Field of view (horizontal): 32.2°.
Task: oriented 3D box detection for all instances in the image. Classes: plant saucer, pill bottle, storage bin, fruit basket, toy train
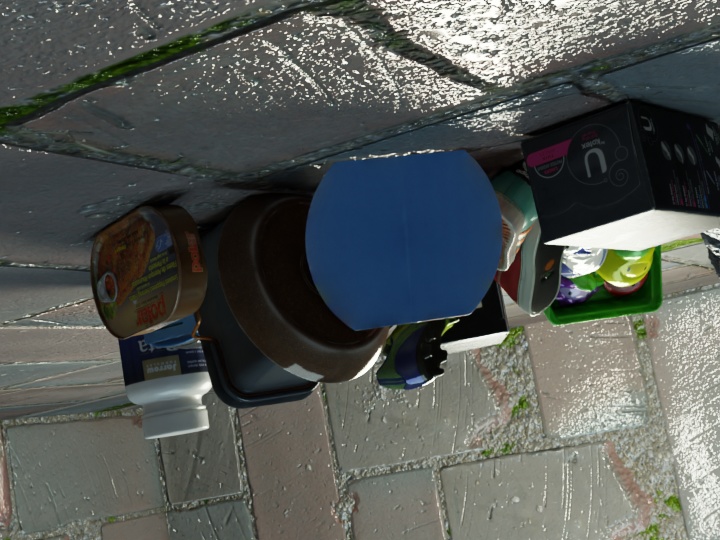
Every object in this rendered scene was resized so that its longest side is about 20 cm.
[{"bbox_3d":[-0.043,0.008,1.180,0.200,0.201,0.034,-2,155,-44],"label":"plant saucer"},{"bbox_3d":[-0.246,0.107,1.571,0.111,0.201,0.111,-10,172,-1],"label":"pill bottle"},{"bbox_3d":[-0.095,0.021,1.261,0.145,0.201,0.134,-5,159,-33],"label":"storage bin"},{"bbox_3d":[0.366,-0.003,1.832,0.215,0.156,0.216,-4,-172,1],"label":"fruit basket"},{"bbox_3d":[-0.188,0.034,1.449,0.086,0.115,0.200,-12,171,17],"label":"toy train"}]

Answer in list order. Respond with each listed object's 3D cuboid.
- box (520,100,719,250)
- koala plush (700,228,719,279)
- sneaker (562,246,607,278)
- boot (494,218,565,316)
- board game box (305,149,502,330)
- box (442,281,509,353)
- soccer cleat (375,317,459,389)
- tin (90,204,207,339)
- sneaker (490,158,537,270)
[{"bbox_3d":[0.264,-0.086,1.202,0.122,0.106,0.200,-19,168,37],"label":"box"},{"bbox_3d":[0.418,-0.071,1.354,0.177,0.184,0.200,-15,159,30],"label":"koala plush"},{"bbox_3d":[0.271,-0.051,1.600,0.115,0.081,0.199,-4,164,-16],"label":"sneaker"},{"bbox_3d":[0.168,-0.059,1.417,0.072,0.144,0.200,-29,145,-29],"label":"boot"},{"bbox_3d":[0.038,-0.030,1.184,0.199,0.159,0.039,-7,-172,-19],"label":"board game box"},{"bbox_3d":[0.139,0.034,1.743,0.104,0.148,0.200,-11,173,2],"label":"box"},{"bbox_3d":[0.063,0.067,1.443,0.083,0.065,0.200,-16,-155,22],"label":"soccer cleat"},{"bbox_3d":[-0.209,0.003,1.217,0.042,0.112,0.200,-5,171,-35],"label":"tin"},{"bbox_3d":[0.155,-0.059,1.311,0.080,0.071,0.200,-49,175,-12],"label":"sneaker"}]
